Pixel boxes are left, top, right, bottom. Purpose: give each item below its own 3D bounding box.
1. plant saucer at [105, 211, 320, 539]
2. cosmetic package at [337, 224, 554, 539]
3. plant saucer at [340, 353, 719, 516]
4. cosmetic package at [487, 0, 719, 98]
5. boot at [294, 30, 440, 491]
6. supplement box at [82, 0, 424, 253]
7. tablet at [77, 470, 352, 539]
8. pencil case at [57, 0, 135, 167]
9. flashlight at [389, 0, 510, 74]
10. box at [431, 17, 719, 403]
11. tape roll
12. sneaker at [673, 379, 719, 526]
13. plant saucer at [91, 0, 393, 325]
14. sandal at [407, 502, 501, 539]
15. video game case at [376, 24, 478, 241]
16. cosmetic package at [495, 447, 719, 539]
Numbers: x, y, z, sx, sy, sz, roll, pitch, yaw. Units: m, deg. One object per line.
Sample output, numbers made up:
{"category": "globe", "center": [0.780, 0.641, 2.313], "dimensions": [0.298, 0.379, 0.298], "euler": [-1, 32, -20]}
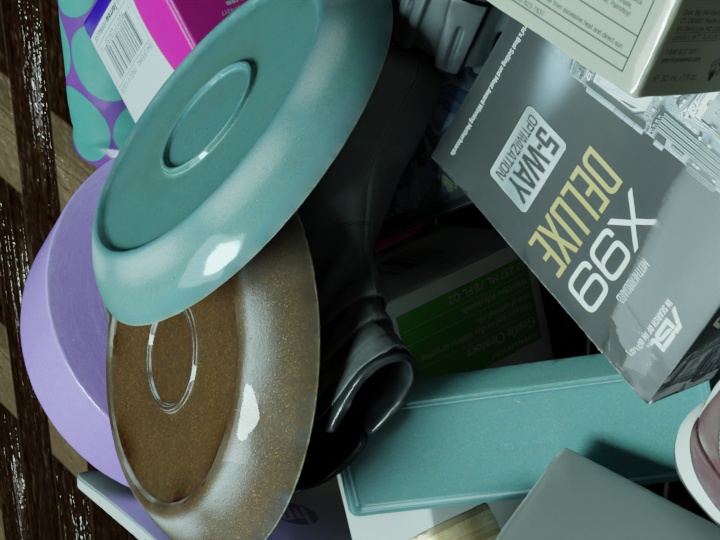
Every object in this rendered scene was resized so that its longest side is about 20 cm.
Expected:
{"category": "plant saucer", "center": [-0.081, 0.042, 0.928], "dimensions": [0.200, 0.032, 0.202], "euler": [-12, 76, 57]}
{"category": "cosmetic package", "center": [0.047, 0.089, 1.008], "dimensions": [0.085, 0.107, 0.201], "euler": [8, 118, 53]}
{"category": "plant saucer", "center": [0.079, 0.080, 0.917], "dimensions": [0.198, 0.019, 0.070], "euler": [-8, 107, 18]}
{"category": "cosmetic package", "center": [0.120, -0.174, 0.687], "dimensions": [0.103, 0.073, 0.201], "euler": [40, 119, 31]}
{"category": "boot", "center": [0.000, 0.000, 0.893], "dimensions": [0.201, 0.069, 0.132], "euler": [-62, 37, 33]}
{"category": "supplement box", "center": [-0.055, -0.087, 1.055], "dimensions": [0.201, 0.103, 0.101], "euler": [63, 148, 9]}
{"category": "tablet", "center": [-0.052, 0.138, 1.112], "dimensions": [0.130, 0.199, 0.014], "euler": [30, 114, 45]}
{"category": "pencil case", "center": [-0.145, -0.159, 1.162], "dimensions": [0.093, 0.084, 0.201], "euler": [-90, -2, -57]}
{"category": "flashlight", "center": [0.059, -0.185, 0.815], "dimensions": [0.068, 0.067, 0.201], "euler": [-109, 31, -48]}
{"category": "box", "center": [0.131, -0.069, 0.793], "dimensions": [0.158, 0.050, 0.201], "euler": [51, 134, 24]}
{"category": "tape roll", "center": [-0.090, 0.028, 1.088], "dimensions": [0.201, 0.199, 0.066], "euler": [61, 150, 10]}
{"category": "sneaker", "center": [0.214, 0.100, 0.790], "dimensions": [0.200, 0.075, 0.116], "euler": [47, 141, 31]}
{"category": "plant saucer", "center": [-0.064, -0.065, 0.887], "dimensions": [0.027, 0.201, 0.200], "euler": [39, 159, -25]}
{"category": "sandal", "center": [0.010, 0.187, 0.956], "dimensions": [0.212, 0.077, 0.070], "euler": [-40, 73, 48]}
{"category": "video game case", "center": [0.029, -0.129, 0.921], "dimensions": [0.180, 0.025, 0.201], "euler": [-20, 94, 43]}
{"category": "cosmetic package", "center": [0.152, 0.181, 0.870], "dimensions": [0.199, 0.081, 0.113], "euler": [24, 134, 18]}
